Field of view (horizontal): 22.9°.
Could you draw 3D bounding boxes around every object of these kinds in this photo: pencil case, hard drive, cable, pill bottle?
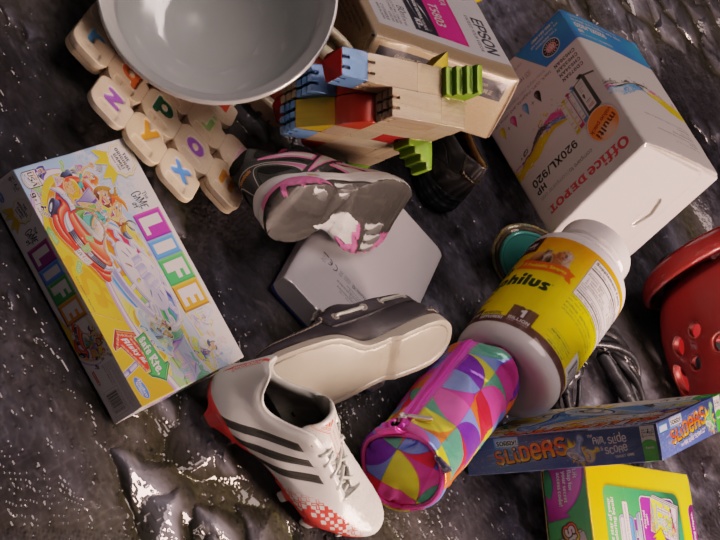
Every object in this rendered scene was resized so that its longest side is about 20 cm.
[{"bbox_3d":[0.071,0.130,1.548,0.089,0.088,0.200,55,32,-5],"label":"pencil case"},{"bbox_3d":[0.000,0.000,1.609,0.132,0.025,0.201,47,36,-16],"label":"hard drive"},{"bbox_3d":[0.238,0.142,1.788,0.163,0.050,0.202,34,45,-44],"label":"cable"},{"bbox_3d":[0.181,0.039,1.693,0.109,0.109,0.200,50,51,-11],"label":"pill bottle"}]

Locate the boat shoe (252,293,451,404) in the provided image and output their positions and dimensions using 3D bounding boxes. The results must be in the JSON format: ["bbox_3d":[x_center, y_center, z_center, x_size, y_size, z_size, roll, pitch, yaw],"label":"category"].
[{"bbox_3d":[-0.017,0.063,1.499,0.199,0.073,0.063,-13,41,-34],"label":"boat shoe"}]

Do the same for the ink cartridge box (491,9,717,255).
[{"bbox_3d":[0.246,-0.139,1.876,0.144,0.147,0.201,15,39,-46],"label":"ink cartridge box"}]

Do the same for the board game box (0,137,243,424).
[{"bbox_3d":[-0.185,0.004,1.369,0.134,0.034,0.201,-25,85,-56],"label":"board game box"}]

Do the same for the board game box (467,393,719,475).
[{"bbox_3d":[0.211,0.148,1.608,0.135,0.199,0.035,-14,94,-54],"label":"board game box"}]

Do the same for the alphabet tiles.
[{"bbox_3d":[-0.165,-0.138,1.497,0.200,0.015,0.196,47,26,-16],"label":"alphabet tiles"}]

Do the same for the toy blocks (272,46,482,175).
[{"bbox_3d":[-0.008,-0.140,1.534,0.136,0.199,0.101,7,77,-31],"label":"toy blocks"}]

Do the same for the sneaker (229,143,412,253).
[{"bbox_3d":[-0.035,-0.075,1.542,0.086,0.081,0.199,45,18,29],"label":"sneaker"}]

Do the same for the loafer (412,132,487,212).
[{"bbox_3d":[0.082,-0.160,1.791,0.072,0.072,0.202,9,57,-46],"label":"loafer"}]

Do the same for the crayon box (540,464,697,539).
[{"bbox_3d":[0.249,0.285,1.651,0.172,0.058,0.202,13,65,-44],"label":"crayon box"}]

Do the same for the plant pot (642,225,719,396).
[{"bbox_3d":[0.418,0.051,1.940,0.200,0.200,0.184,-3,63,-52],"label":"plant pot"}]

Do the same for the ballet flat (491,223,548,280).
[{"bbox_3d":[0.190,-0.003,1.821,0.199,0.070,0.071,28,45,-38],"label":"ballet flat"}]

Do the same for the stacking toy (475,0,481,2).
[{"bbox_3d":[0.114,-0.326,1.841,0.116,0.199,0.111,33,42,-30],"label":"stacking toy"}]

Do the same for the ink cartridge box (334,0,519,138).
[{"bbox_3d":[0.043,-0.229,1.713,0.163,0.075,0.201,12,34,-28],"label":"ink cartridge box"}]

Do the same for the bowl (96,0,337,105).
[{"bbox_3d":[-0.123,-0.220,1.494,0.199,0.090,0.203,3,75,-10],"label":"bowl"}]

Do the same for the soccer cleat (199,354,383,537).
[{"bbox_3d":[-0.038,0.140,1.400,0.200,0.085,0.069,45,37,-24],"label":"soccer cleat"}]

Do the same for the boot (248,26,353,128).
[{"bbox_3d":[-0.094,-0.221,1.586,0.200,0.107,0.075,38,36,-25],"label":"boot"}]
